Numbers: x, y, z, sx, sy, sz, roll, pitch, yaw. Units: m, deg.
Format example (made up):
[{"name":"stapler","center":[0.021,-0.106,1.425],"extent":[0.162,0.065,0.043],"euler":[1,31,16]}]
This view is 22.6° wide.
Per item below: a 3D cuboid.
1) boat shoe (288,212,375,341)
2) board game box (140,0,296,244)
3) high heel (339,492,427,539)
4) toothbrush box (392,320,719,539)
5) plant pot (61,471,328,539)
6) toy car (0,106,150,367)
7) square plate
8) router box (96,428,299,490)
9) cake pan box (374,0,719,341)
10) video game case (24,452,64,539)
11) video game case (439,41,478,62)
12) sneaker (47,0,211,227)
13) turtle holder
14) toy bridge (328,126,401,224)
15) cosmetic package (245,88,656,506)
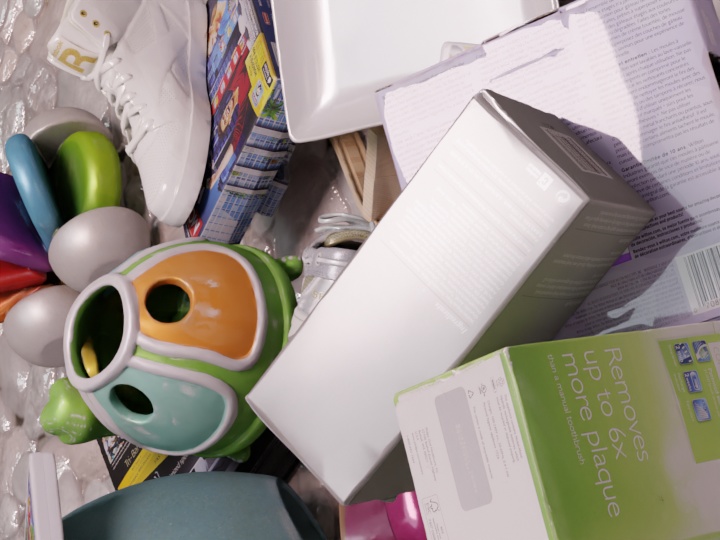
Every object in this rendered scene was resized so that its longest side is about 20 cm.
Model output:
[{"name":"boat shoe","center":[-0.002,0.000,1.074],"extent":[0.202,0.074,0.065],"euler":[-53,-26,-75]},{"name":"board game box","center":[-0.090,-0.101,1.289],"extent":[0.201,0.061,0.201],"euler":[-62,27,30]},{"name":"high heel","center":[0.031,0.084,1.134],"extent":[0.096,0.067,0.202],"euler":[-16,70,29]},{"name":"toothbrush box","center":[0.129,0.107,0.853],"extent":[0.086,0.199,0.147],"euler":[-26,73,46]},{"name":"plant pot","center":[-0.084,0.209,1.166],"extent":[0.134,0.200,0.201],"euler":[-32,50,3]},{"name":"toy car","center":[-0.273,-0.033,1.467],"extent":[0.200,0.149,0.176],"euler":[-53,45,32]},{"name":"square plate","center":[0.030,-0.189,1.079],"extent":[0.199,0.028,0.200],"euler":[-7,91,33]},{"name":"router box","center":[-0.110,0.106,1.303],"extent":[0.200,0.052,0.158],"euler":[-54,45,29]},{"name":"cake pan box","center":[0.120,-0.044,0.956],"extent":[0.199,0.052,0.186],"euler":[-22,80,25]},{"name":"video game case","center":[-0.196,0.231,1.119],"extent":[0.201,0.018,0.144],"euler":[103,160,-43]},{"name":"video game case","center":[0.113,-0.019,0.999],"extent":[0.181,0.023,0.202],"euler":[9,90,26]},{"name":"sneaker","center":[-0.167,-0.123,1.255],"extent":[0.074,0.115,0.201],"euler":[-49,36,42]},{"name":"turtle holder","center":[-0.128,0.049,1.178],"extent":[0.185,0.131,0.142],"euler":[0,82,50]},{"name":"toy bridge","center":[0.016,-0.062,1.180],"extent":[0.200,0.027,0.068],"euler":[-131,39,-55]},{"name":"cosmetic package","center":[0.045,0.018,0.907],"extent":[0.090,0.107,0.200],"euler":[47,107,20]}]
